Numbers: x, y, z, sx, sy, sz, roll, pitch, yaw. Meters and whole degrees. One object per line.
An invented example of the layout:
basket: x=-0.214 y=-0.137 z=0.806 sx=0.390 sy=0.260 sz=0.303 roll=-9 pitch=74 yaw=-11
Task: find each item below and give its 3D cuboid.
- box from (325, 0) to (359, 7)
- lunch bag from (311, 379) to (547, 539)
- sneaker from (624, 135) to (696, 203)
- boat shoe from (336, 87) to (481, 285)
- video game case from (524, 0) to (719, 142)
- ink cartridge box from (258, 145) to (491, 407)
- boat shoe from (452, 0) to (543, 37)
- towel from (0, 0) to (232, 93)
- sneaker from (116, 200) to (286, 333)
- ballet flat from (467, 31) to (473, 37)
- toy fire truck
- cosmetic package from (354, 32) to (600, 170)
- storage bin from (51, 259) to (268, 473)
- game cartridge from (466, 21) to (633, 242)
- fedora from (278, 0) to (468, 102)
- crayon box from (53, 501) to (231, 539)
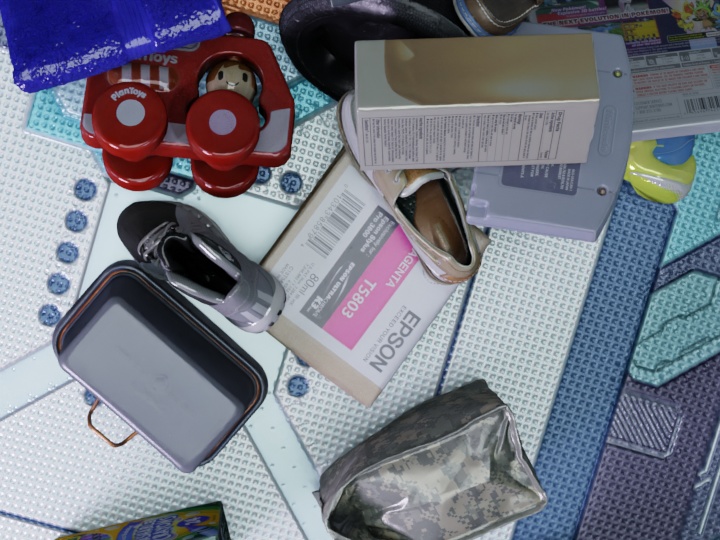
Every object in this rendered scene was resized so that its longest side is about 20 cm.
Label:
box: x=0.021 y=-0.291 z=1.234 sx=0.159 sy=0.200 sz=0.044 roll=-15 pitch=118 yaw=-10
lunch bag: x=0.055 y=0.195 z=1.306 sx=0.199 sy=0.164 sz=0.118 roll=-23 pitch=95 yaw=-2
sneaker: x=0.231 y=-0.142 z=1.346 sx=0.199 sy=0.076 sz=0.106 roll=23 pitch=75 yaw=-6
boat shoe: x=0.049 y=-0.081 z=1.257 sx=0.075 sy=0.068 sz=0.200 roll=-33 pitch=91 yaw=-10
video game case: x=0.260 y=-0.205 z=1.318 sx=0.199 sy=0.023 sz=0.183 roll=-7 pitch=67 yaw=-3
ink cartridge box: x=0.000 y=0.000 z=1.331 sx=0.164 sy=0.075 sz=0.200 roll=36 pitch=91 yaw=-5
boat shoe: x=0.146 y=-0.270 z=1.248 sx=0.072 sy=0.200 sz=0.072 roll=49 pitch=134 yaw=-12
towel: x=-0.225 y=-0.242 z=1.264 sx=0.199 sy=0.050 sz=0.148 roll=-19 pitch=52 yaw=-4
sneaker: x=-0.161 y=-0.022 z=1.259 sx=0.199 sy=0.115 sz=0.075 roll=30 pitch=87 yaw=28
ballet flat: x=0.103 y=-0.204 z=1.325 sx=0.071 sy=0.072 sz=0.201 roll=7 pitch=95 yaw=-5
toy fire truck: x=-0.158 y=-0.165 z=1.295 sx=0.199 sy=0.112 sz=0.169 roll=5 pitch=74 yaw=-2
cosmetic package: x=0.095 y=-0.141 z=1.188 sx=0.199 sy=0.105 sz=0.071 roll=-1 pitch=64 yaw=0
storage bin: x=-0.194 y=0.102 z=1.295 sx=0.200 sy=0.134 sz=0.146 roll=42 pitch=91 yaw=-6
game cartridge: x=0.173 y=-0.123 z=1.252 sx=0.132 sy=0.041 sz=0.201 roll=8 pitch=68 yaw=10
fedora: x=0.029 y=-0.218 z=1.279 sx=0.200 sy=0.201 sz=0.092 roll=27 pitch=65 yaw=-6
crayon box: x=-0.222 y=0.273 z=1.311 sx=0.199 sy=0.126 sz=0.052 roll=-13 pitch=96 yaw=-3
